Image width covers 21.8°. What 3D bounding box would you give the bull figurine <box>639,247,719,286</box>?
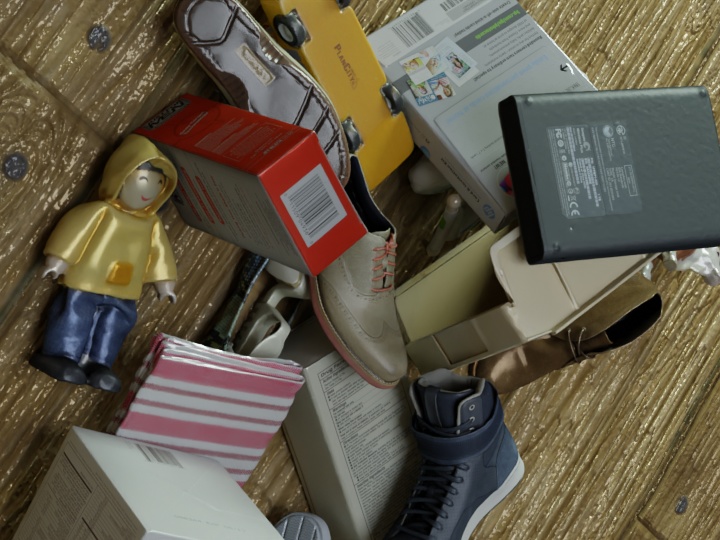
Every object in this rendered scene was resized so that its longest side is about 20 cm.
[{"bbox_3d":[0.300,-0.054,1.849,0.200,0.065,0.121,64,33,-21],"label":"bull figurine"}]

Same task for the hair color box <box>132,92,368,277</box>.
[{"bbox_3d":[-0.088,-0.070,1.453,0.061,0.200,0.102,-40,122,-20],"label":"hair color box"}]

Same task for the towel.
[{"bbox_3d":[-0.148,0.144,1.523,0.146,0.030,0.200,14,117,-37],"label":"towel"}]

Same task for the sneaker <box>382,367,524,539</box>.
[{"bbox_3d":[0.059,0.176,1.602,0.202,0.077,0.146,-49,138,-34],"label":"sneaker"}]

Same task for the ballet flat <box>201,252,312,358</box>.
[{"bbox_3d":[-0.072,0.029,1.575,0.074,0.074,0.200,33,78,-38],"label":"ballet flat"}]

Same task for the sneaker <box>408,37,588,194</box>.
[{"bbox_3d":[0.107,-0.148,1.690,0.200,0.078,0.099,-40,100,-21],"label":"sneaker"}]

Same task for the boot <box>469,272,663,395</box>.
[{"bbox_3d":[0.196,0.062,1.772,0.200,0.075,0.074,-31,118,-8],"label":"boot"}]

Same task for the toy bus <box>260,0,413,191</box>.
[{"bbox_3d":[-0.026,-0.163,1.564,0.065,0.078,0.200,-43,123,-24],"label":"toy bus"}]

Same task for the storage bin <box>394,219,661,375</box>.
[{"bbox_3d":[0.147,-0.001,1.646,0.198,0.200,0.094,-34,94,-28],"label":"storage bin"}]

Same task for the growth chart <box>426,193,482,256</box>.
[{"bbox_3d":[0.136,-0.083,1.694,0.200,0.145,0.018,-38,79,-24],"label":"growth chart"}]

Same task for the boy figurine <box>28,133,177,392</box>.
[{"bbox_3d":[-0.191,-0.007,1.475,0.124,0.064,0.200,20,90,-37],"label":"boy figurine"}]

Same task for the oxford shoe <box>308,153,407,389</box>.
[{"bbox_3d":[0.000,0.000,1.551,0.070,0.075,0.200,-23,89,-55],"label":"oxford shoe"}]

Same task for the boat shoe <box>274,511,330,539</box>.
[{"bbox_3d":[-0.071,0.309,1.646,0.062,0.072,0.200,17,92,-64],"label":"boat shoe"}]

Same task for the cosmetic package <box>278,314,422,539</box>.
[{"bbox_3d":[-0.006,0.140,1.647,0.103,0.073,0.200,-32,117,-31],"label":"cosmetic package"}]

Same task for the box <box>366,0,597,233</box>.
[{"bbox_3d":[0.112,-0.151,1.619,0.156,0.041,0.200,-35,75,-25],"label":"box"}]

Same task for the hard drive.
[{"bbox_3d":[0.219,-0.082,1.568,0.200,0.033,0.140,-5,80,-27],"label":"hard drive"}]

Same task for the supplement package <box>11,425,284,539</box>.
[{"bbox_3d":[-0.181,0.254,1.448,0.152,0.151,0.200,19,105,-40],"label":"supplement package"}]

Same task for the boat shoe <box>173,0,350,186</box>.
[{"bbox_3d":[-0.078,-0.147,1.512,0.075,0.075,0.203,-34,106,-4],"label":"boat shoe"}]
